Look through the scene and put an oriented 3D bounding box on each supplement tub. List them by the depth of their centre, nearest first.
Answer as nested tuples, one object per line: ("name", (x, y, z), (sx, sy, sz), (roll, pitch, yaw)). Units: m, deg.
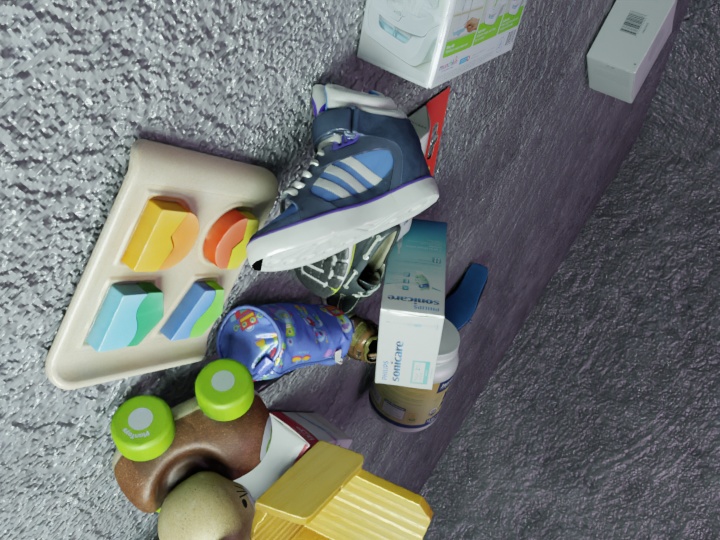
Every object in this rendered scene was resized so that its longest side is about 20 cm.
("supplement tub", (0.101, 0.188, 1.188), (0.144, 0.144, 0.201), (-35, 148, -47))

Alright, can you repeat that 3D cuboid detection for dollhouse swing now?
("dollhouse swing", (-0.032, 0.366, 0.847), (0.182, 0.175, 0.201), (-35, 148, -45))

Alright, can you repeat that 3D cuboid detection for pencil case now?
("pencil case", (-0.078, 0.080, 0.732), (0.078, 0.087, 0.200), (-48, 161, 15))

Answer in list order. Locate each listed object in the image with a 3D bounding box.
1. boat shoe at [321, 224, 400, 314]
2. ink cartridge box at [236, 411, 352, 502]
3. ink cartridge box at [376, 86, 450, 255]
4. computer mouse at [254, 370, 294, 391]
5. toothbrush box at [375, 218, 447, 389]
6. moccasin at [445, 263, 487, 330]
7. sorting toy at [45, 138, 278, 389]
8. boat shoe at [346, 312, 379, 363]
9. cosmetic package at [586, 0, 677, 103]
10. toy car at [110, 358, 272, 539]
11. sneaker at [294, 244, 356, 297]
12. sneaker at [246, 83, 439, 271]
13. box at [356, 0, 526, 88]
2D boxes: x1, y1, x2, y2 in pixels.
("boat shoe", (0.000, 0.000, 0.816), (0.076, 0.060, 0.200), (-36, 155, -34))
("ink cartridge box", (-0.106, 0.293, 0.941), (0.148, 0.085, 0.200), (-60, 157, -2))
("ink cartridge box", (0.074, -0.135, 0.853), (0.200, 0.050, 0.161), (-40, 151, -37))
("computer mouse", (-0.105, 0.120, 0.799), (0.059, 0.034, 0.200), (-37, 173, 19))
("toothbrush box", (0.073, 0.042, 0.895), (0.200, 0.085, 0.147), (-78, 173, -50))
("moccasin", (0.240, 0.078, 1.447), (0.200, 0.080, 0.068), (-50, 161, -23))
("sorting toy", (-0.151, 0.001, 0.534), (0.185, 0.036, 0.201), (-2, 119, -65))
("boat shoe", (0.012, 0.119, 1.004), (0.072, 0.068, 0.200), (-60, 159, -1))
("cosmetic package", (0.636, -0.536, 1.491), (0.200, 0.123, 0.200), (-62, 157, 5))
("toy car", (-0.131, 0.220, 0.599), (0.157, 0.200, 0.165), (-23, 147, -22))
("sneaker", (-0.016, -0.059, 0.717), (0.081, 0.074, 0.201), (-28, 144, -59))
("sneaker", (-0.036, -0.097, 0.587), (0.199, 0.147, 0.081), (-23, 170, -19))
("box", (0.102, -0.302, 0.633), (0.200, 0.096, 0.177), (-38, 149, -43))
